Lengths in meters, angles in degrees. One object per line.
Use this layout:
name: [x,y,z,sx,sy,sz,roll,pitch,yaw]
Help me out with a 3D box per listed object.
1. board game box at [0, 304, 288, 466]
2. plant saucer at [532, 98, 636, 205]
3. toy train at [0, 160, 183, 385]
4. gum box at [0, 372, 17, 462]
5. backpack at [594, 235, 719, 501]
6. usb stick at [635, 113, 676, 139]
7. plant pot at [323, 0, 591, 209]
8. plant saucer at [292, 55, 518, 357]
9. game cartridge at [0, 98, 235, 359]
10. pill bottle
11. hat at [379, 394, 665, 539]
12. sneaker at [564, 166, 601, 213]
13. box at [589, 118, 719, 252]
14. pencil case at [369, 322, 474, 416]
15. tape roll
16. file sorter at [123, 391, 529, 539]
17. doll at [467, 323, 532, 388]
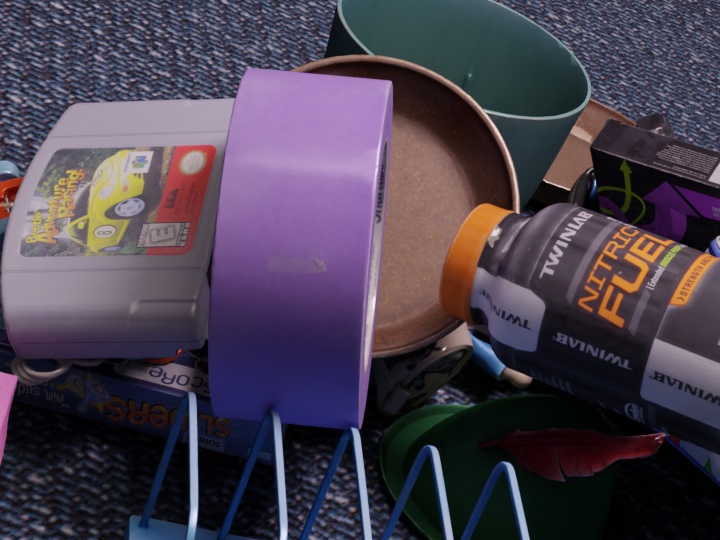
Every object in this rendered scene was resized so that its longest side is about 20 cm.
board game box: [-0.133,0.048,1.222,0.199,0.035,0.136,15,30,2]
plant saucer: [0.170,-0.101,1.665,0.199,0.037,0.201,15,30,-9]
toy train: [-0.168,0.003,1.203,0.149,0.056,0.200,-17,45,-6]
gum box: [-0.287,0.088,1.054,0.199,0.066,0.114,17,30,-8]
backpack: [0.228,0.067,1.256,0.190,0.155,0.200,31,8,-5]
usb stick: [0.245,-0.019,1.461,0.032,0.201,0.055,-15,18,17]
plant pot: [0.052,-0.102,1.472,0.200,0.162,0.201,16,30,-10]
plant saucer: [0.001,-0.038,1.245,0.199,0.037,0.202,0,73,1]
game cartridge: [-0.142,-0.030,1.167,0.132,0.041,0.201,-4,44,12]
pill bottle: [0.147,0.026,1.141,0.199,0.107,0.106,21,29,22]
hat: [0.124,0.086,1.203,0.165,0.177,0.200,-17,48,-44]
sneaker: [0.206,-0.038,1.510,0.073,0.112,0.200,24,30,20]
box: [0.240,-0.008,1.366,0.142,0.200,0.036,20,58,31]
pencil case: [0.000,0.000,1.302,0.089,0.078,0.201,-17,69,-40]
tape roll: [-0.032,-0.012,1.109,0.084,0.201,0.200,5,31,2]
file sorter: [-0.018,0.162,1.052,0.199,0.123,0.139,14,32,-14]
doll: [0.106,0.044,1.388,0.199,0.049,0.137,10,23,-23]
